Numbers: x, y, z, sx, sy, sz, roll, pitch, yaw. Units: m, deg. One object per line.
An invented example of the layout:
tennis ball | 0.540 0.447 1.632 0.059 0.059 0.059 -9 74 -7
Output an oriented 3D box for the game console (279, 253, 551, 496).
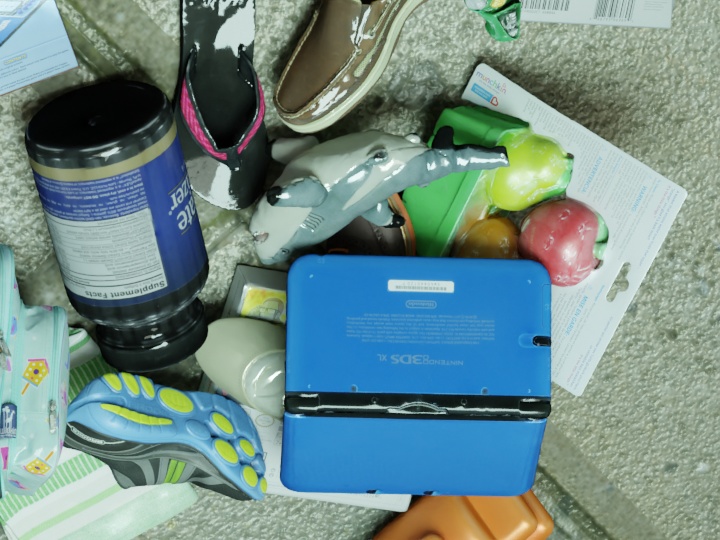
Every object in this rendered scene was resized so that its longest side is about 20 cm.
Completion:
game console | 0.040 0.082 1.747 0.199 0.118 0.171 2 81 -4

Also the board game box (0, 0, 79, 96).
board game box | -0.313 -0.158 1.654 0.199 0.019 0.103 -21 122 -6

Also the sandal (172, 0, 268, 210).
sandal | -0.105 -0.132 1.716 0.075 0.045 0.201 -9 119 -14

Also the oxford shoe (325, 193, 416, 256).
oxford shoe | 0.000 0.000 1.768 0.072 0.071 0.201 -19 94 -33

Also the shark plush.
shark plush | 0.010 -0.066 1.728 0.199 0.091 0.084 -20 119 -6

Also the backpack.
backpack | -0.290 0.076 1.681 0.153 0.176 0.201 -4 78 -15

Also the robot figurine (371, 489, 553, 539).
robot figurine | 0.068 0.252 1.929 0.200 0.144 0.117 -42 106 13

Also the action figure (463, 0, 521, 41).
action figure | 0.101 -0.256 1.660 0.118 0.055 0.201 -28 131 -30

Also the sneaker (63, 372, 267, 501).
sneaker | -0.151 0.133 1.779 0.199 0.071 0.083 23 139 -39

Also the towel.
towel | -0.238 0.150 1.838 0.152 0.023 0.200 -29 121 -2

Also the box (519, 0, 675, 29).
box | 0.177 -0.285 1.726 0.155 0.041 0.201 0 118 -17

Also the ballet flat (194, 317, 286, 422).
ballet flat | -0.039 0.098 1.795 0.200 0.070 0.070 30 105 -28

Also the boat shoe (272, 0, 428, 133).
boat shoe | -0.005 -0.196 1.691 0.203 0.075 0.075 -54 145 3

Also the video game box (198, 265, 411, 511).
video game box | -0.030 0.098 1.861 0.199 0.047 0.183 10 115 -22

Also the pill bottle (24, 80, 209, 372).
pill bottle | -0.175 -0.030 1.710 0.111 0.112 0.201 -17 121 -8

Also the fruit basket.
fruit basket | 0.132 -0.033 1.766 0.200 0.094 0.186 31 110 17
